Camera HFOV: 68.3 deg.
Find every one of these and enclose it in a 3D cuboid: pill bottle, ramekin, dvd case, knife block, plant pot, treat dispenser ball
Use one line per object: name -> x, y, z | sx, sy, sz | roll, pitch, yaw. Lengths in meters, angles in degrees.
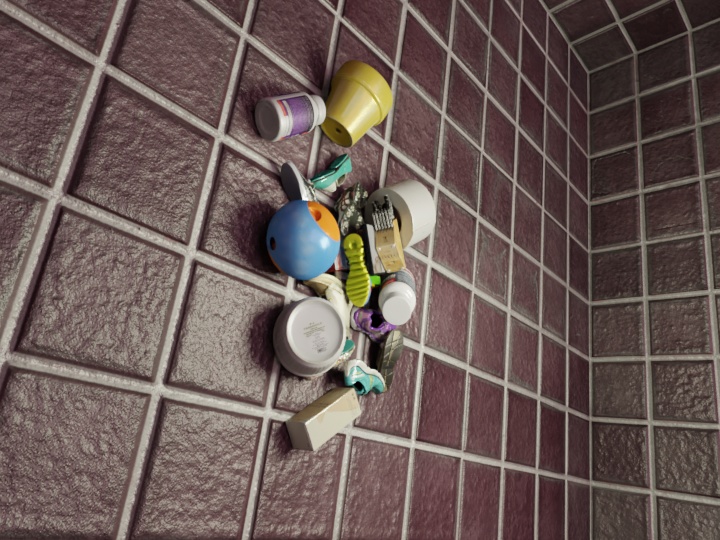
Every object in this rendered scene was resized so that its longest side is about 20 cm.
pill bottle -> -0.189, -0.433, 1.477 | 0.198, 0.109, 0.115 | -29, 103, -45
ramekin -> -0.126, 0.167, 1.382 | 0.192, 0.105, 0.209 | 6, 72, -18
dvd case -> 0.044, -0.060, 1.585 | 0.200, 0.017, 0.149 | -6, 86, -77
pill bottle -> 0.113, 0.079, 1.640 | 0.122, 0.116, 0.201 | 62, 14, -18
knife block -> 0.085, -0.119, 1.620 | 0.202, 0.061, 0.181 | 61, 24, -52
plant pot -> -0.027, -0.491, 1.617 | 0.201, 0.198, 0.192 | 43, 70, -31
treat dispenser ball -> -0.150, -0.080, 1.391 | 0.197, 0.197, 0.210 | 11, 75, -44

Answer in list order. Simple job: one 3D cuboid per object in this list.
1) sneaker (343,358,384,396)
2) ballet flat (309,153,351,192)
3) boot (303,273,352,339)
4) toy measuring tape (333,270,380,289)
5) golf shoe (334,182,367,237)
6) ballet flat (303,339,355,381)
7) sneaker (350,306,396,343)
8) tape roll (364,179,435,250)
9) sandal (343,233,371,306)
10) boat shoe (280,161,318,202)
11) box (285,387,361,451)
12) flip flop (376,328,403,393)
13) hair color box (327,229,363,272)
sneaker -> 0.005, 0.327, 1.552 | 0.199, 0.075, 0.083 | 40, 45, -47
ballet flat -> -0.082, -0.278, 1.593 | 0.200, 0.065, 0.072 | -48, 126, -42
boot -> -0.093, 0.103, 1.510 | 0.197, 0.070, 0.161 | 27, 64, -43
toy measuring tape -> -0.017, 0.032, 1.608 | 0.195, 0.072, 0.077 | 8, 77, -41
golf shoe -> -0.039, -0.172, 1.589 | 0.078, 0.086, 0.204 | 51, 41, -33
ballet flat -> -0.095, 0.253, 1.496 | 0.196, 0.075, 0.066 | -17, 126, -42
sneaker -> 0.057, 0.169, 1.646 | 0.197, 0.086, 0.084 | 29, 61, -41
tape roll -> 0.127, -0.176, 1.703 | 0.137, 0.198, 0.210 | -26, 101, -45
sandal -> 0.000, 0.000, 1.536 | 0.087, 0.076, 0.209 | 6, 82, -71
boat shoe -> -0.157, -0.219, 1.498 | 0.068, 0.072, 0.204 | -45, 116, -40
box -> -0.098, 0.398, 1.435 | 0.197, 0.093, 0.081 | -25, 100, -47
flip flop -> 0.079, 0.279, 1.661 | 0.079, 0.057, 0.208 | 8, 99, -38
hair color box -> -0.033, -0.062, 1.610 | 0.196, 0.062, 0.116 | -9, 89, -48
